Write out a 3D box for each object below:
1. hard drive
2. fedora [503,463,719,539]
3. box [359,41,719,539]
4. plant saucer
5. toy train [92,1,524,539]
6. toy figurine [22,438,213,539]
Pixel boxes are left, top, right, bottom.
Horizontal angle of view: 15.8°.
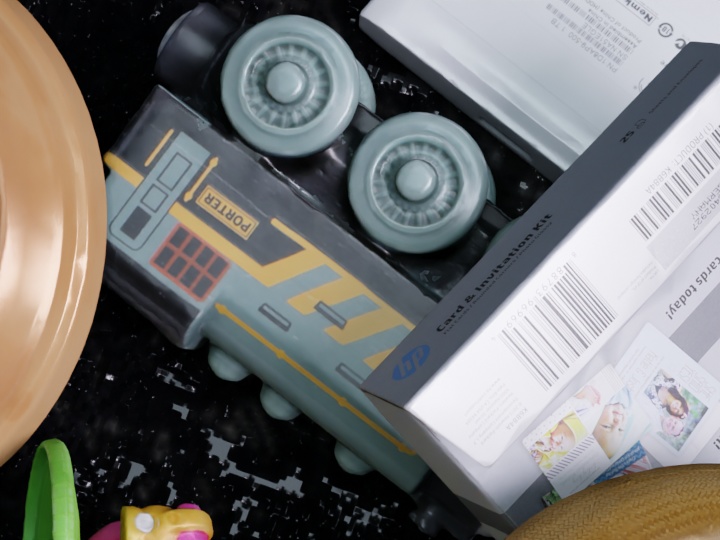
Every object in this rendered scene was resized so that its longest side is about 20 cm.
[{"bbox_3d":[0.113,-0.122,0.910,0.132,0.027,0.200,38,80,7],"label":"hard drive"},{"bbox_3d":[0.100,0.156,0.728,0.200,0.082,0.201,0,62,-1],"label":"fedora"},{"bbox_3d":[0.119,0.052,0.819,0.156,0.041,0.200,-46,111,-10],"label":"box"},{"bbox_3d":[-0.181,-0.014,0.842,0.200,0.037,0.200,-1,86,16],"label":"plant saucer"},{"bbox_3d":[0.000,0.000,0.857,0.200,0.085,0.114,37,91,5],"label":"toy train"},{"bbox_3d":[-0.011,0.148,0.817,0.184,0.150,0.200,3,53,-14],"label":"toy figurine"}]
